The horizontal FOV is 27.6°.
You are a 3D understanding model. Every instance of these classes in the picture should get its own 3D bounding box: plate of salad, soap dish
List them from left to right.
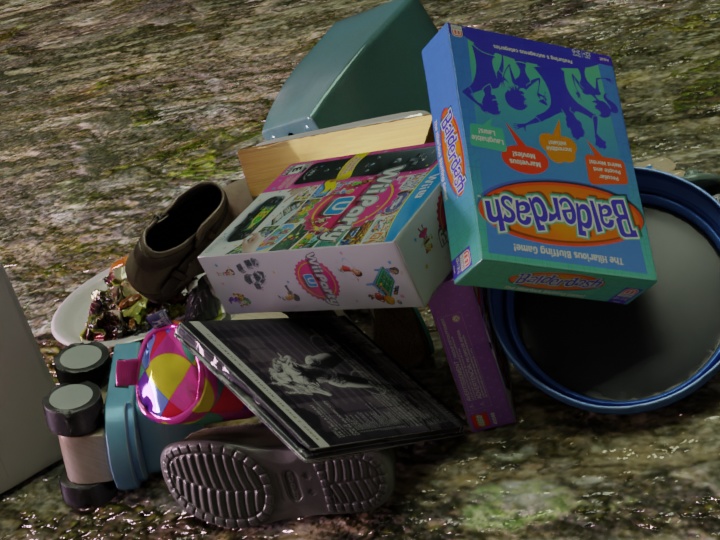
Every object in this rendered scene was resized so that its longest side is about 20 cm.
[{"bbox_3d":[-0.226,0.016,1.505,0.200,0.048,0.200,-14,26,7],"label":"plate of salad"},{"bbox_3d":[-0.001,-0.065,1.411,0.200,0.157,0.081,-9,44,18],"label":"soap dish"}]

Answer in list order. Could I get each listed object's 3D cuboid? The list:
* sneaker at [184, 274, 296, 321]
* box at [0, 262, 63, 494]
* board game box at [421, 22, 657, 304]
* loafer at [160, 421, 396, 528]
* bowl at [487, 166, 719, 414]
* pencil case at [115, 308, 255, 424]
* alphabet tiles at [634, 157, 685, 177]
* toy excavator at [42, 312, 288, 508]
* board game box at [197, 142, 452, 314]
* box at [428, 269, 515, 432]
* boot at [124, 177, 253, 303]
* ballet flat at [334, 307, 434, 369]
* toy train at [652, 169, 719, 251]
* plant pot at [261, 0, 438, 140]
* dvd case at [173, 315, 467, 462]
[{"bbox_3d":[-0.076,0.022,1.384,0.200,0.085,0.075,-28,54,23],"label":"sneaker"},{"bbox_3d":[-0.387,0.089,1.294,0.171,0.199,0.200,-30,28,-24],"label":"box"},{"bbox_3d":[0.132,-0.079,1.095,0.152,0.200,0.045,6,-28,-26],"label":"board game box"},{"bbox_3d":[-0.059,0.151,1.126,0.200,0.075,0.070,-2,18,23],"label":"loafer"},{"bbox_3d":[0.199,0.017,1.127,0.200,0.039,0.201,-6,65,13],"label":"bowl"},{"bbox_3d":[-0.092,0.079,1.163,0.088,0.089,0.200,6,0,40],"label":"pencil case"},{"bbox_3d":[0.223,-0.052,1.387,0.195,0.015,0.200,-21,26,-6],"label":"alphabet tiles"},{"bbox_3d":[-0.156,0.106,1.256,0.200,0.100,0.195,-4,29,-1],"label":"toy excavator"},{"bbox_3d":[-0.006,-0.033,1.149,0.200,0.064,0.148,-4,33,38],"label":"board game box"},{"bbox_3d":[0.085,0.019,1.199,0.039,0.137,0.200,-15,26,9],"label":"box"},{"bbox_3d":[-0.146,-0.047,1.404,0.200,0.070,0.146,-50,-7,-24],"label":"boot"},{"bbox_3d":[0.000,0.000,1.279,0.072,0.068,0.200,-18,69,-5],"label":"ballet flat"},{"bbox_3d":[0.230,-0.024,1.225,0.200,0.114,0.085,-9,71,11],"label":"toy train"},{"bbox_3d":[-0.002,-0.180,1.621,0.141,0.141,0.200,-11,30,48],"label":"plant pot"},{"bbox_3d":[-0.026,0.084,1.099,0.149,0.016,0.200,40,22,29],"label":"dvd case"}]
